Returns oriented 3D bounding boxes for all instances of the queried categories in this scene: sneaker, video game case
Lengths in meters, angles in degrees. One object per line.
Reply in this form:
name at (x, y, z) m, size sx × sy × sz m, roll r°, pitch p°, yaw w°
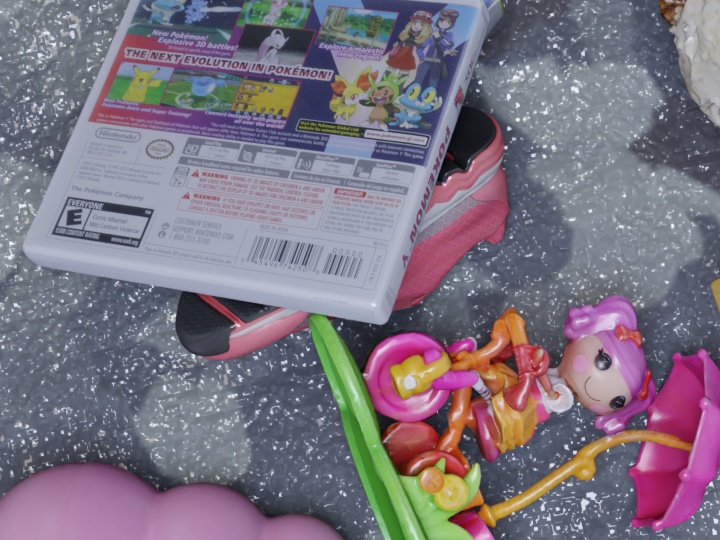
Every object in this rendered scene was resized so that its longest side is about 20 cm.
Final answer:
sneaker at (0.000, 0.000, 0.972) m, size 0.200 × 0.087 × 0.074 m, roll -33°, pitch 41°, yaw -12°
video game case at (-0.052, -0.070, 0.951) m, size 0.199 × 0.023 × 0.183 m, roll 9°, pitch 64°, yaw 23°

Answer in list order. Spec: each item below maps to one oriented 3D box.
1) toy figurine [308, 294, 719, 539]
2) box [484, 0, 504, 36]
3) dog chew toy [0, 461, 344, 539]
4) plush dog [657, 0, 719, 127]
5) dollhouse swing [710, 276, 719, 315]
toy figurine at (0.092, 0.078, 0.939) m, size 0.184 × 0.150 × 0.201 m, roll -23°, pitch 103°, yaw -7°
box at (-0.015, -0.119, 1.023) m, size 0.122 × 0.048 × 0.200 m, roll 37°, pitch 91°, yaw 11°
dog chew toy at (-0.095, 0.164, 0.969) m, size 0.199 × 0.125 × 0.125 m, roll 3°, pitch 83°, yaw 1°
plush dog at (0.233, -0.123, 0.888) m, size 0.172 × 0.160 × 0.200 m, roll -33°, pitch 93°, yaw 26°
dollhouse swing at (0.299, 0.033, 0.862) m, size 0.200 × 0.182 × 0.176 m, roll -32°, pitch 80°, yaw 32°
